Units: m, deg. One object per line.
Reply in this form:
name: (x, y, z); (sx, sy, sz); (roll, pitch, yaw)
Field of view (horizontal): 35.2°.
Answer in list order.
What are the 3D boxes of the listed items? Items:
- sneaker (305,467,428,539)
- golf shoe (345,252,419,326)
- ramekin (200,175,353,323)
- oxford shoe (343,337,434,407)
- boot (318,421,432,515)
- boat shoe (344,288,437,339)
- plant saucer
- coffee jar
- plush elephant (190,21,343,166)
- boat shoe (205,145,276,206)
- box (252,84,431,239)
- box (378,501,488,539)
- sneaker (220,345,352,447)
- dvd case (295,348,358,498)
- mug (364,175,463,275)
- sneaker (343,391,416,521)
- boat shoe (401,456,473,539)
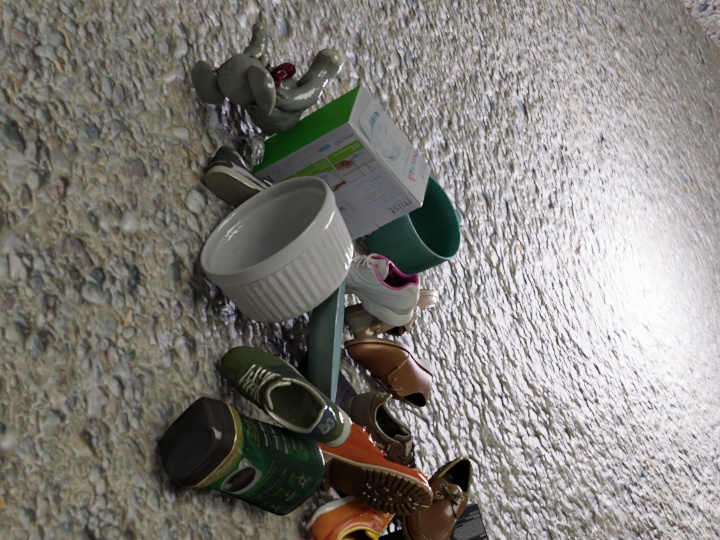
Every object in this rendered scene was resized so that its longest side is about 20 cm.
sneaker: (0.017, 0.328, 1.526); (0.199, 0.073, 0.077); (-23, 67, -32)
golf shoe: (0.000, 0.000, 1.664); (0.198, 0.092, 0.076); (28, 41, 0)
ramekin: (-0.103, -0.022, 1.502); (0.106, 0.198, 0.201); (57, 34, -28)
oxford shoe: (0.048, 0.154, 1.711); (0.199, 0.071, 0.072); (31, 52, -42)
boot: (0.009, 0.249, 1.497); (0.198, 0.076, 0.108); (19, 37, 9)
boat shoe: (0.051, 0.072, 1.767); (0.199, 0.071, 0.065); (-11, 84, -45)
plant saucer: (-0.047, 0.091, 1.546); (0.201, 0.038, 0.204); (5, 90, -87)
coffee jar: (-0.143, 0.226, 1.374); (0.199, 0.104, 0.086); (30, 25, -42)
plush elephant: (-0.146, -0.273, 1.614); (0.202, 0.163, 0.155); (-67, 155, -19)
boat shoe: (-0.132, -0.109, 1.616); (0.199, 0.072, 0.063); (33, 47, -32)
box: (-0.028, -0.142, 1.665); (0.176, 0.199, 0.097); (45, 39, -26)
box: (0.112, 0.427, 1.627); (0.199, 0.078, 0.143); (-1, 67, -54)
sneaker: (-0.103, 0.146, 1.406); (0.068, 0.199, 0.090); (-57, 157, -5)
dvd case: (-0.037, 0.219, 1.602); (0.201, 0.016, 0.149); (55, 37, -18)
mug: (0.084, -0.062, 1.844); (0.185, 0.114, 0.154); (36, 44, -37)
sneaker: (0.046, 0.265, 1.607); (0.202, 0.075, 0.070); (63, 34, -11)
boat shoe: (0.111, 0.320, 1.578); (0.072, 0.068, 0.200); (36, 25, -1)
